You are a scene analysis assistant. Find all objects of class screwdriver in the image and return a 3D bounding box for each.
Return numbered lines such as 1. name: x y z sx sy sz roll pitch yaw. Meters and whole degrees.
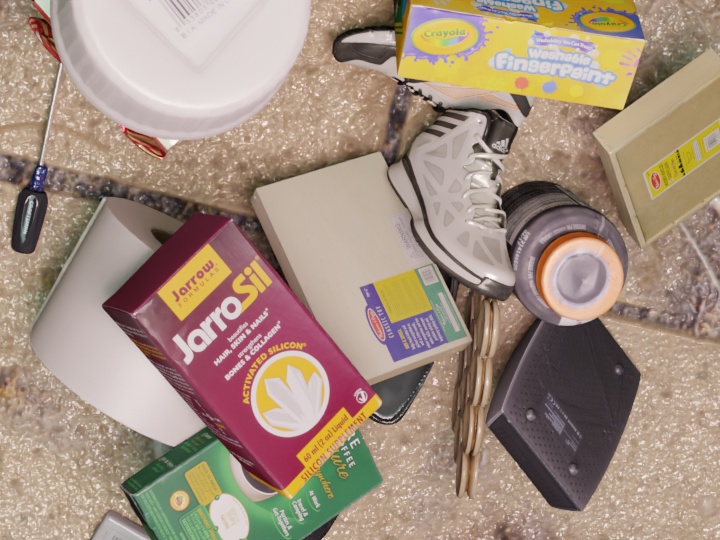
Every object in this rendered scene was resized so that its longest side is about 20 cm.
1. screwdriver: -0.284 -0.110 1.311 0.029 0.028 0.202 24 104 20

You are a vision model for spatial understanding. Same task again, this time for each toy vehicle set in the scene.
1. toy vehicle set: 0.281 -0.104 1.292 0.124 0.200 0.027 -35 60 2

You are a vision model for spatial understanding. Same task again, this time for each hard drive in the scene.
1. hard drive: 0.187 0.117 1.330 0.042 0.200 0.135 -28 107 40

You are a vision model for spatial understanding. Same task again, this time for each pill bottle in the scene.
1. pill bottle: 0.176 -0.013 1.284 0.105 0.200 0.107 -1 103 -4

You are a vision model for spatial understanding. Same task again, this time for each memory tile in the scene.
1. memory tile: 0.104 0.091 1.306 0.017 0.154 0.202 6 118 -2

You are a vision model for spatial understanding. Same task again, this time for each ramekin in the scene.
1. ramekin: -0.131 -0.202 1.089 0.198 0.098 0.203 -1 93 -15

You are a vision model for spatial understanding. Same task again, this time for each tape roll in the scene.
1. tape roll: -0.171 0.047 1.268 0.202 0.203 0.140 30 98 -10

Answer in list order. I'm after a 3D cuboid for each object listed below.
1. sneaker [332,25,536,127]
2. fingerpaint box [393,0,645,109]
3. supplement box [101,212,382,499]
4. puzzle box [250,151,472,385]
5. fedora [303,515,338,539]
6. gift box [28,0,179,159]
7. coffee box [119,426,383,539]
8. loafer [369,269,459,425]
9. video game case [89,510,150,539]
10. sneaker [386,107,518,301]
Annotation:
1. sneaker: 0.071 -0.176 1.306 0.198 0.074 0.081 8 103 -6
2. fingerpaint box: 0.131 -0.224 1.248 0.198 0.168 0.074 7 129 -7
3. supplement box: -0.092 0.066 1.132 0.110 0.085 0.200 -45 111 -16
4. puzzle box: 0.000 0.000 1.283 0.132 0.025 0.201 -17 72 -25
5. fedora: -0.079 0.214 1.317 0.200 0.201 0.092 -41 68 4
6. gift box: -0.170 -0.218 1.217 0.187 0.200 0.185 -41 97 6
7. coffee box: -0.088 0.179 1.217 0.199 0.044 0.124 -33 109 -19
8. loafer: 0.047 0.053 1.354 0.068 0.070 0.202 18 100 -8
9. video game case: -0.208 0.359 1.424 0.199 0.022 0.183 31 98 -11
10. sneaker: 0.097 -0.072 1.238 0.075 0.201 0.116 19 118 -37
